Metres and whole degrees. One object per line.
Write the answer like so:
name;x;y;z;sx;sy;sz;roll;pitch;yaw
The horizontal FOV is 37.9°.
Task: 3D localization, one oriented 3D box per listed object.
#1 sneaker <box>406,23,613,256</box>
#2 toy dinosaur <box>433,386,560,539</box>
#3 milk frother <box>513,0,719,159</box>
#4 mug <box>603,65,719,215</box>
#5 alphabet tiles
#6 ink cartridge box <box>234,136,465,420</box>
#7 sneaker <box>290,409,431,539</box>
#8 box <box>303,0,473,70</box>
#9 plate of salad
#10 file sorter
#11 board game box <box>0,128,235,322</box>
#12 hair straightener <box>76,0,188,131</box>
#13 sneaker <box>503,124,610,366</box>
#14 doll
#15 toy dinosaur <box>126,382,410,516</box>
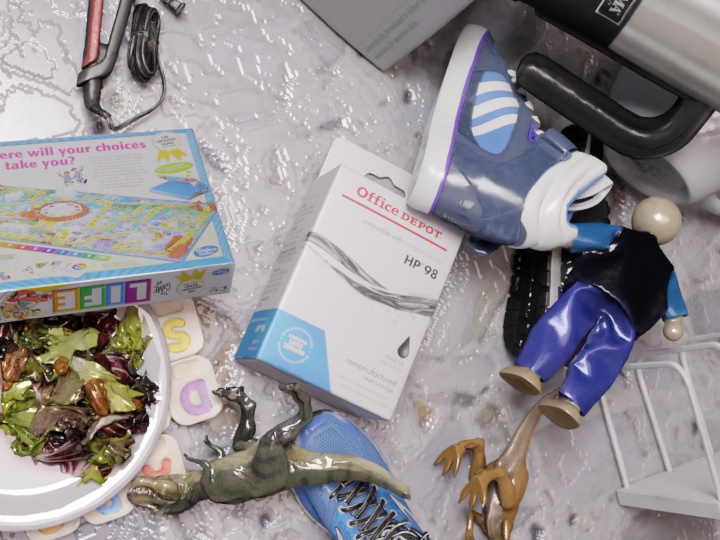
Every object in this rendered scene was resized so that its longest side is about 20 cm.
sneaker;0.124;-0.098;0.816;0.146;0.081;0.200;19;51;-1
toy dinosaur;0.117;0.161;0.845;0.106;0.060;0.201;23;82;-41
milk frother;0.221;-0.207;0.785;0.188;0.181;0.200;31;51;1
mug;0.305;-0.132;0.895;0.175;0.148;0.200;-50;121;-10
alphabet tiles;-0.204;0.085;0.751;0.200;0.015;0.196;-15;90;-21
ink cartridge box;0.000;0.000;0.804;0.116;0.067;0.200;26;76;-16
sneaker;0.016;0.191;0.778;0.078;0.089;0.200;-32;93;-20
box;0.025;-0.295;0.774;0.200;0.199;0.171;41;73;-11
plate of salad;-0.227;0.075;0.711;0.200;0.048;0.201;3;80;-19
file sorter;0.317;0.110;0.869;0.200;0.139;0.125;-15;87;-20
board game box;-0.199;-0.033;0.719;0.199;0.034;0.135;-7;53;-20
hair straightener;-0.164;-0.197;0.778;0.077;0.041;0.201;7;77;-19
sneaker;0.181;-0.019;0.876;0.087;0.076;0.201;13;89;-25
doll;0.189;0.019;0.815;0.136;0.048;0.200;40;73;-4
toy dinosaur;-0.067;0.125;0.748;0.199;0.047;0.088;-6;87;8
